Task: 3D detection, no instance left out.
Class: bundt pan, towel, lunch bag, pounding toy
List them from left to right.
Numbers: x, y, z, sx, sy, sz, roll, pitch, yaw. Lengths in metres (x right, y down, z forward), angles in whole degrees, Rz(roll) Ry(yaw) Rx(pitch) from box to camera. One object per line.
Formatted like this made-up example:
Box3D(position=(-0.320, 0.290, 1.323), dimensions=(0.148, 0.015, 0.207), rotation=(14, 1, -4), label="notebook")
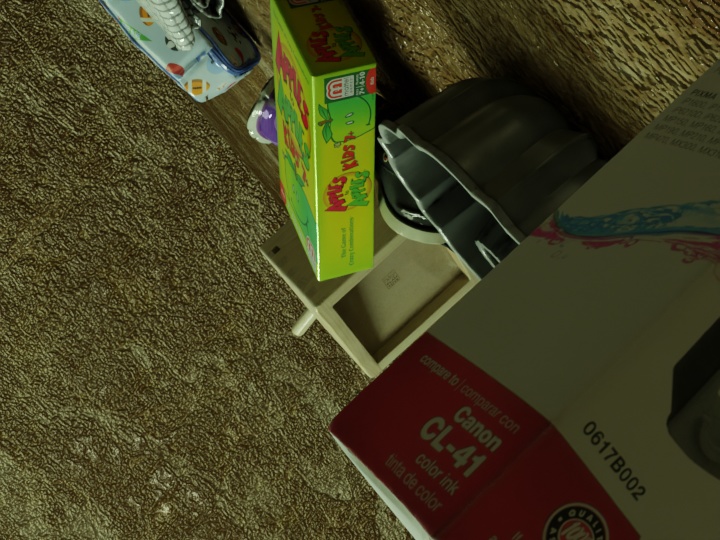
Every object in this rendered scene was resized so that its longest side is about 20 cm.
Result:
Box3D(position=(-0.211, -0.329, 1.253), dimensions=(0.200, 0.085, 0.166), rotation=(48, 175, 27), label="towel")
Box3D(position=(-0.199, -0.281, 1.436), dimensions=(0.200, 0.075, 0.160), rotation=(51, -160, -6), label="lunch bag")
Box3D(position=(0.000, 0.000, 1.324), dimensions=(0.142, 0.184, 0.200), rotation=(46, 175, 36), label="pounding toy")
Box3D(position=(0.101, -0.029, 0.742), dimensions=(0.202, 0.076, 0.202), rotation=(48, 176, 4), label="bundt pan")

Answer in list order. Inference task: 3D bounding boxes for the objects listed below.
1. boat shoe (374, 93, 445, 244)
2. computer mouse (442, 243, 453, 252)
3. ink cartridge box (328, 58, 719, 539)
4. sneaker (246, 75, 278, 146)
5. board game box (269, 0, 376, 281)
Box3D(position=(0.032, -0.096, 1.015), dimensions=(0.073, 0.063, 0.202), rotation=(5, -152, -20), label="boat shoe")
Box3D(position=(0.082, -0.046, 1.170), dimensions=(0.058, 0.034, 0.200), rotation=(28, 173, 24), label="computer mouse")
Box3D(position=(0.113, 0.042, 0.417), dimensions=(0.148, 0.200, 0.086), rotation=(50, 175, -26), label="ink cartridge box")
Box3D(position=(-0.055, -0.151, 1.450), dimensions=(0.083, 0.081, 0.200), rotation=(28, 174, 27), label="sneaker")
Box3D(position=(-0.027, -0.100, 0.972), dimensions=(0.201, 0.047, 0.102), rotation=(90, 162, -47), label="board game box")
